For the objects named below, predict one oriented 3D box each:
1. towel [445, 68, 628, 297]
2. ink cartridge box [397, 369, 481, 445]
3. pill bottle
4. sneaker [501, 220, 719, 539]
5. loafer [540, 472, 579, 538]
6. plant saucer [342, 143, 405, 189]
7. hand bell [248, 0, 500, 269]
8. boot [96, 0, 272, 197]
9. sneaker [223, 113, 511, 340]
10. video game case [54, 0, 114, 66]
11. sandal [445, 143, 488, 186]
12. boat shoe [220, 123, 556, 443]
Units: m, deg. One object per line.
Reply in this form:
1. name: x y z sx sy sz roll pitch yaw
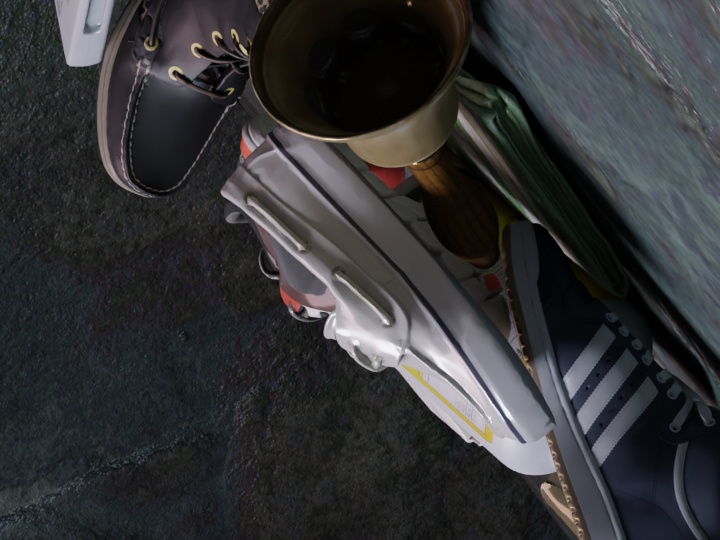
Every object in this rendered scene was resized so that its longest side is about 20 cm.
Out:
1. towel: 0.059 -0.081 1.294 0.153 0.023 0.200 52 176 -38
2. ink cartridge box: 0.081 0.037 1.483 0.068 0.116 0.200 51 177 -8
3. pill bottle: 0.087 0.040 1.342 0.200 0.112 0.112 41 173 25
4. sneaker: 0.142 0.059 1.227 0.070 0.108 0.200 54 -161 -77
5. loafer: 0.163 0.156 1.640 0.076 0.067 0.200 27 -138 -57
6. plant saucer: -0.027 -0.101 1.443 0.200 0.037 0.200 86 160 -65
7. hand bell: 0.030 -0.055 1.164 0.104 0.104 0.200 50 176 34
8. boot: -0.061 -0.114 1.264 0.073 0.200 0.151 19 -170 -34
9. sneaker: 0.000 0.000 1.298 0.077 0.082 0.200 -2 -142 -46
10. video game case: -0.154 -0.230 1.266 0.182 0.023 0.200 122 138 -70
11. sandal: 0.046 -0.044 1.489 0.079 0.059 0.207 50 -178 17
12. boat shoe: 0.011 0.015 1.186 0.200 0.066 0.072 49 -176 6
